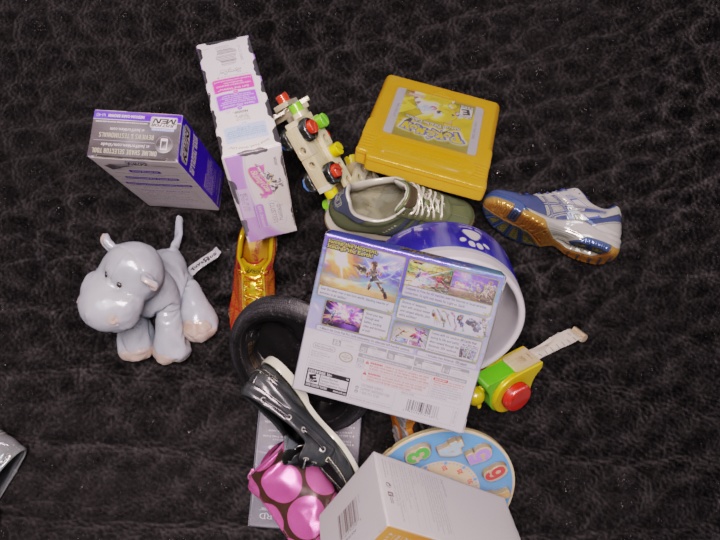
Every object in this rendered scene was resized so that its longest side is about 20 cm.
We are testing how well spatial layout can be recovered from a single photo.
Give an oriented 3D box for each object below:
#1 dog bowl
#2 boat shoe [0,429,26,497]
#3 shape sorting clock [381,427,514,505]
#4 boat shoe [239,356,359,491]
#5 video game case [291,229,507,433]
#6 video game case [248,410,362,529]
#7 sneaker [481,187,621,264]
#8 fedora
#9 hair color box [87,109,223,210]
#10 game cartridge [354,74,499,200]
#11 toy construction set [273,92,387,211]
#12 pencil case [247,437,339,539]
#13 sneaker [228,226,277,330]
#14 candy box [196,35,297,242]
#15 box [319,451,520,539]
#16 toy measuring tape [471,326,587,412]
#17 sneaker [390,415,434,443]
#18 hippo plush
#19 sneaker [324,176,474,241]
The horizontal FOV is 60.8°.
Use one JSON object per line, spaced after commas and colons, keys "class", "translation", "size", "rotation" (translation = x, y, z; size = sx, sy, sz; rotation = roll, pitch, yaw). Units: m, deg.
{"class": "dog bowl", "translation": [0.100, 0.040, 0.774], "size": [0.199, 0.201, 0.079], "rotation": [-2, 38, 0]}
{"class": "boat shoe", "translation": [-0.508, 0.311, 0.800], "size": [0.071, 0.070, 0.202], "rotation": [23, 79, 8]}
{"class": "shape sorting clock", "translation": [0.099, 0.282, 0.771], "size": [0.199, 0.039, 0.201], "rotation": [-2, 115, -4]}
{"class": "boat shoe", "translation": [-0.073, 0.201, 0.732], "size": [0.066, 0.074, 0.200], "rotation": [-38, 103, -30]}
{"class": "video game case", "translation": [0.040, 0.066, 0.681], "size": [0.199, 0.045, 0.182], "rotation": [14, 102, 4]}
{"class": "video game case", "translation": [-0.072, 0.246, 0.832], "size": [0.142, 0.019, 0.201], "rotation": [4, 82, 2]}
{"class": "sneaker", "translation": [0.269, -0.080, 0.863], "size": [0.199, 0.075, 0.089], "rotation": [21, 70, -3]}
{"class": "fedora", "translation": [-0.066, 0.106, 0.793], "size": [0.199, 0.092, 0.202], "rotation": [8, 117, 16]}
{"class": "hair color box", "translation": [-0.258, -0.138, 0.806], "size": [0.109, 0.200, 0.065], "rotation": [4, 81, 2]}
{"class": "game cartridge", "translation": [0.097, -0.189, 0.845], "size": [0.175, 0.033, 0.201], "rotation": [16, 46, 3]}
{"class": "toy construction set", "translation": [-0.047, -0.163, 0.832], "size": [0.200, 0.131, 0.092], "rotation": [48, 126, -6]}
{"class": "pencil case", "translation": [-0.061, 0.311, 0.769], "size": [0.094, 0.091, 0.200], "rotation": [-36, 79, -8]}
{"class": "sneaker", "translation": [-0.150, 0.023, 0.841], "size": [0.073, 0.077, 0.201], "rotation": [-2, 82, -1]}
{"class": "candy box", "translation": [-0.146, -0.167, 0.792], "size": [0.071, 0.168, 0.201], "rotation": [-14, 58, -8]}
{"class": "box", "translation": [0.070, 0.310, 0.702], "size": [0.199, 0.098, 0.125], "rotation": [25, 115, -22]}
{"class": "toy measuring tape", "translation": [0.223, 0.140, 0.831], "size": [0.199, 0.074, 0.074], "rotation": [-21, 80, -22]}
{"class": "sneaker", "translation": [0.075, 0.168, 0.786], "size": [0.077, 0.078, 0.201], "rotation": [-23, 125, -15]}
{"class": "hippo plush", "translation": [-0.268, 0.032, 0.797], "size": [0.159, 0.161, 0.200], "rotation": [39, 83, 7]}
{"class": "sneaker", "translation": [0.058, -0.077, 0.771], "size": [0.199, 0.090, 0.067], "rotation": [0, 71, -10]}
